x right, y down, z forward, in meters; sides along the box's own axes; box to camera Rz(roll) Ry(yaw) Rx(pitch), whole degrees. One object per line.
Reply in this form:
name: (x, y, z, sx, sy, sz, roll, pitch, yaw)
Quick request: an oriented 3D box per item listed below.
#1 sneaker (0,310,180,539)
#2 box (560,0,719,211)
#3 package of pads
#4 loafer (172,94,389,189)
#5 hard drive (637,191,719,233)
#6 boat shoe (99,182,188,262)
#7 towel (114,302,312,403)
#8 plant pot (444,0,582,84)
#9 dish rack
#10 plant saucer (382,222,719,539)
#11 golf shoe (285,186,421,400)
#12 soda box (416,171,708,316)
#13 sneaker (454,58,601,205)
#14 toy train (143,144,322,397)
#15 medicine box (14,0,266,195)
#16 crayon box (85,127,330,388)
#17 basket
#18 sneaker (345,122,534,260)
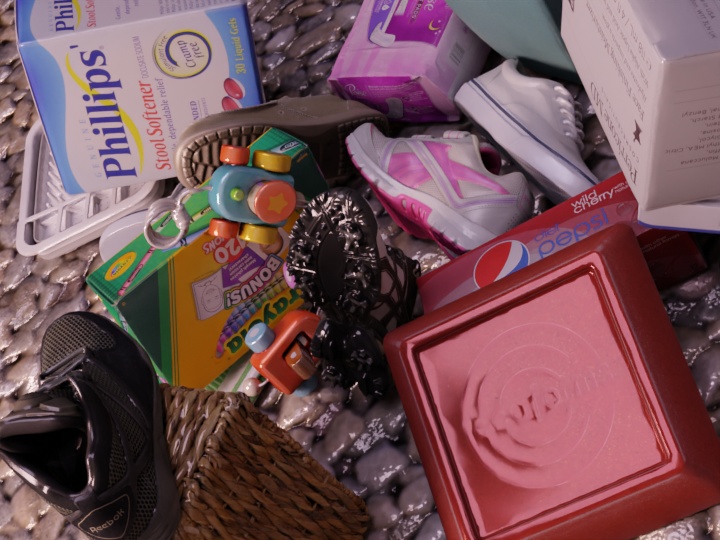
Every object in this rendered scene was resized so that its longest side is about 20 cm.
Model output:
sneaker: (-0.178, 0.079, 0.914, 0.076, 0.114, 0.200, -30, 44, 8)
box: (0.255, -0.167, 0.983, 0.198, 0.132, 0.200, -11, 47, -5)
package of pads: (0.064, -0.226, 1.293, 0.120, 0.076, 0.201, 4, 60, 39)
loafer: (-0.072, -0.106, 1.238, 0.198, 0.076, 0.068, -9, 30, -30)
hard drive: (0.267, -0.104, 1.032, 0.130, 0.026, 0.201, 5, 47, 10)
boat shoe: (-0.131, -0.054, 1.289, 0.200, 0.075, 0.087, -15, 38, 8)
towel: (-0.146, 0.065, 1.258, 0.199, 0.023, 0.153, 13, 65, 43)
plant pot: (0.140, -0.254, 1.166, 0.141, 0.200, 0.142, 25, 69, 43)
dish rack: (-0.258, -0.104, 1.455, 0.170, 0.044, 0.201, -25, 46, 19)
plant saucer: (0.121, 0.091, 0.982, 0.198, 0.037, 0.202, -26, 67, 17)
golf shoe: (0.000, 0.000, 1.082, 0.077, 0.201, 0.095, 20, 52, 20)
soda box: (0.143, 0.001, 1.062, 0.199, 0.070, 0.064, -28, 45, 16)
sneaker: (0.143, -0.112, 1.149, 0.071, 0.073, 0.200, -42, 43, 4)
toy train: (-0.065, 0.002, 1.121, 0.150, 0.200, 0.055, -45, 28, -14)
medicine box: (-0.191, -0.180, 1.321, 0.198, 0.183, 0.104, -11, 47, -3)
crayon box: (-0.106, -0.004, 1.177, 0.200, 0.119, 0.058, -41, 39, -15)
basket: (-0.113, 0.178, 1.017, 0.148, 0.200, 0.144, 5, 61, 35)
sneaker: (0.067, -0.070, 1.174, 0.088, 0.081, 0.200, -46, 52, -6)
